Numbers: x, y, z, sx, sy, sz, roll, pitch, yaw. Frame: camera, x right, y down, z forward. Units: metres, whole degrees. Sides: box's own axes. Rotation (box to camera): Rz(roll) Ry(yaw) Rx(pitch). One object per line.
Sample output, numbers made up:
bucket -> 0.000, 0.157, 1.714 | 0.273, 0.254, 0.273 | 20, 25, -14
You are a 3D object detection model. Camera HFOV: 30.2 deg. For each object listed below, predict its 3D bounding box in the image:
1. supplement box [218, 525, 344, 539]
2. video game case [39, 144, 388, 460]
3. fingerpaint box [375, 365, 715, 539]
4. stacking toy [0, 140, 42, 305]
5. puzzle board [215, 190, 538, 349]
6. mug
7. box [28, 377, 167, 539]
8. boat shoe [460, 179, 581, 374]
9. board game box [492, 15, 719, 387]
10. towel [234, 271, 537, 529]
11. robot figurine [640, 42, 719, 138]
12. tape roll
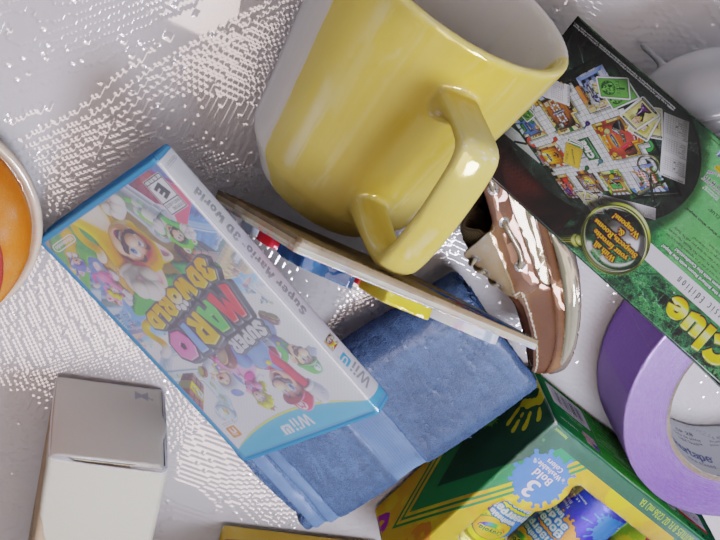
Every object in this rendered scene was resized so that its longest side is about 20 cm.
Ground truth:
supplement box -> -0.042, 0.288, 0.934 | 0.129, 0.201, 0.104 | 11, 118, -14
video game case -> -0.092, 0.028, 0.813 | 0.142, 0.018, 0.200 | -25, 112, 45
fingerpaint box -> 0.139, 0.195, 0.985 | 0.199, 0.074, 0.167 | 39, 107, -26
stacking toy -> -0.253, 0.012, 0.737 | 0.144, 0.201, 0.148 | -5, 121, -8
puzzle board -> 0.000, 0.000, 0.779 | 0.149, 0.200, 0.018 | 24, 93, -21
mug -> 0.009, -0.095, 0.743 | 0.149, 0.187, 0.154 | 37, 119, -1
box -> -0.186, 0.183, 0.911 | 0.076, 0.095, 0.203 | 9, 116, -14
boat shoe -> 0.098, -0.026, 0.857 | 0.071, 0.076, 0.203 | -10, 112, 0
board game box -> 0.166, -0.040, 0.761 | 0.200, 0.023, 0.105 | 44, 102, 12
towel -> 0.014, 0.089, 0.917 | 0.199, 0.049, 0.112 | -33, 117, 11
robot figurine -> 0.223, -0.047, 0.814 | 0.167, 0.113, 0.204 | -10, 89, 9
tape roll -> 0.271, 0.075, 0.945 | 0.196, 0.066, 0.203 | -4, 121, -7
